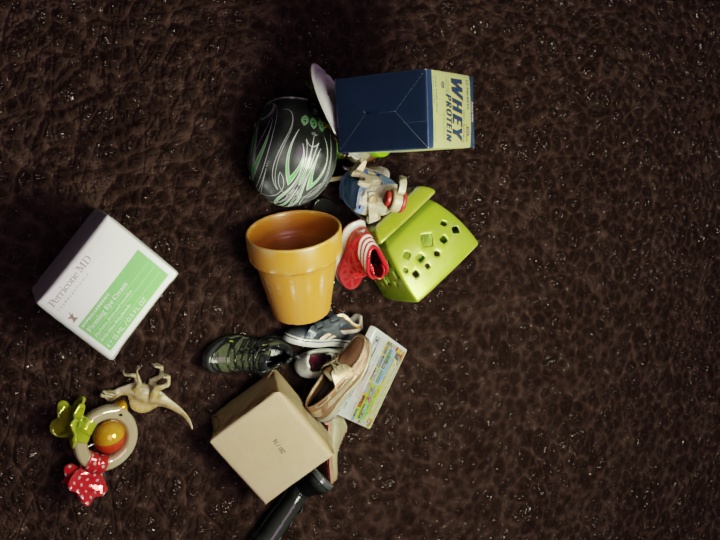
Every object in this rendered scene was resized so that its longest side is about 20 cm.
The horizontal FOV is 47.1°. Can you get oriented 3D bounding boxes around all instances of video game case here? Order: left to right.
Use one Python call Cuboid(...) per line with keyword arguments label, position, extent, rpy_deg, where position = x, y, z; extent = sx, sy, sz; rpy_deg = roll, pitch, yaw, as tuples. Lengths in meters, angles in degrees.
Cuboid(label="video game case", position=(0.021, 0.241, 1.841), extent=(0.204, 0.023, 0.182), rpy_deg=(-64, 148, -8))

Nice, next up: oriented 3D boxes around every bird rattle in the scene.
Cuboid(label="bird rattle", position=(-0.504, 0.338, 1.592), extent=(0.160, 0.112, 0.205), rpy_deg=(-21, 107, -29))

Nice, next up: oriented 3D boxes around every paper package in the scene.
Cuboid(label="paper package", position=(-0.187, 0.348, 1.724), extent=(0.189, 0.104, 0.202), rpy_deg=(-36, 112, 3))

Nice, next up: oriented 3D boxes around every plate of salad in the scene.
Cuboid(label="plate of salad", position=(-0.054, -0.304, 1.608), extent=(0.047, 0.201, 0.203), rpy_deg=(-24, 110, 14))

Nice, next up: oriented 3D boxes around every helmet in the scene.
Cuboid(label="helmet", position=(-0.138, -0.230, 1.674), extent=(0.196, 0.199, 0.196), rpy_deg=(15, 72, -27))

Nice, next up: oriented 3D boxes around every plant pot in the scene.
Cuboid(label="plant pot", position=(-0.130, 0.000, 1.706), extent=(0.196, 0.200, 0.188), rpy_deg=(-17, 119, -23))
Cuboid(label="plant pot", position=(0.104, -0.066, 1.806), extent=(0.200, 0.198, 0.183), rpy_deg=(-42, 105, -15))

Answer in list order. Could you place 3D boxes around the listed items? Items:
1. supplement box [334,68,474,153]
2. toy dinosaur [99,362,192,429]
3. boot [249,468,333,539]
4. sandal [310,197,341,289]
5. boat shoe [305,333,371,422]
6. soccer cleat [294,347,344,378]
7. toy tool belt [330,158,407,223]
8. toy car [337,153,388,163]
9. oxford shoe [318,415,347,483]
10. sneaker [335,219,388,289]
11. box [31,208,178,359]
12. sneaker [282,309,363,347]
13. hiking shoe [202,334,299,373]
Cuboid(label="supplement box", position=(0.086, -0.292, 1.545), extent=(0.198, 0.196, 0.138), rpy_deg=(-14, 104, -57))
Cuboid(label="toy dinosaur", position=(-0.418, 0.244, 1.662), extent=(0.196, 0.058, 0.103), rpy_deg=(20, 102, -19))
Cuboid(label="boot", position=(-0.151, 0.511, 1.761), extent=(0.066, 0.165, 0.200), rpy_deg=(43, 76, -4))
Cuboid(label="sandal", position=(-0.066, -0.057, 1.799), extent=(0.073, 0.045, 0.206), rpy_deg=(-9, 100, -25))
Cuboid(label="boat shoe", position=(-0.046, 0.221, 1.728), extent=(0.071, 0.075, 0.203), rpy_deg=(36, 82, -43))
Cuboid(label="soccer cleat", position=(-0.047, 0.203, 1.808), extent=(0.195, 0.086, 0.072), rpy_deg=(-3, 75, -26))
Cuboid(label="toy tool belt", position=(0.008, -0.162, 1.692), extent=(0.120, 0.200, 0.128), rpy_deg=(9, 101, -20))
Cuboid(label="toy car", position=(0.050, -0.318, 1.776), extent=(0.197, 0.162, 0.162), rpy_deg=(-12, 102, -37))
Cuboid(label="oxford shoe", position=(-0.057, 0.374, 1.841), extent=(0.073, 0.070, 0.206), rpy_deg=(-6, 100, -31))
Cuboid(label="sneaker", position=(0.000, 0.000, 1.740), extent=(0.077, 0.117, 0.202), rpy_deg=(-23, 147, -18))
Cuboid(label="box", position=(-0.472, 0.019, 1.518), extent=(0.171, 0.199, 0.201), rpy_deg=(41, 79, -22))
Cuboid(label="sneaker", position=(-0.079, 0.123, 1.797), extent=(0.196, 0.078, 0.082), rpy_deg=(5, 99, -38))
Cuboid(label="hiking shoe", position=(-0.228, 0.174, 1.713), extent=(0.195, 0.100, 0.078), rpy_deg=(-8, 99, -26))
